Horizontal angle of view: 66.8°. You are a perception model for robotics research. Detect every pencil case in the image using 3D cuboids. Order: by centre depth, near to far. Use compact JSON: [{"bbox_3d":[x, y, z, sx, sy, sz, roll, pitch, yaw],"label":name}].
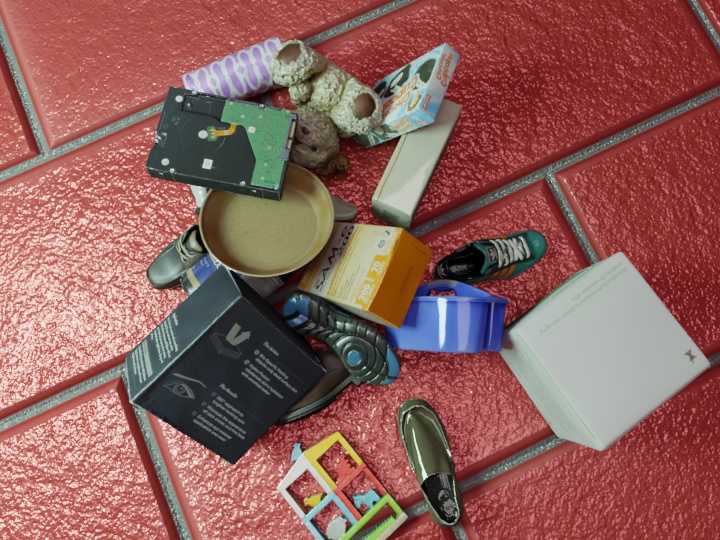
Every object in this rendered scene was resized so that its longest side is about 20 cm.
[{"bbox_3d":[-0.206,-0.332,0.948,0.198,0.086,0.084,-22,46,-3],"label":"pencil case"}]

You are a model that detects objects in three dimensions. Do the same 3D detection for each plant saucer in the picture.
[{"bbox_3d":[-0.137,-0.074,0.816,0.197,0.036,0.203,1,63,-2],"label":"plant saucer"}]

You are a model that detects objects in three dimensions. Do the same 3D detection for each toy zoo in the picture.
[{"bbox_3d":[-0.038,0.349,0.856,0.131,0.020,0.200,-40,83,-6],"label":"toy zoo"}]

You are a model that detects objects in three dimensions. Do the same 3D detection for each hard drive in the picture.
[{"bbox_3d":[-0.201,-0.188,0.813,0.197,0.038,0.142,9,73,-1],"label":"hard drive"}]

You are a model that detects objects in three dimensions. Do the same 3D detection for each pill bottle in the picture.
[{"bbox_3d":[-0.175,-0.008,0.873,0.199,0.112,0.112,-39,82,-6],"label":"pill bottle"}]

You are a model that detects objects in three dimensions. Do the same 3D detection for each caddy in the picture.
[{"bbox_3d":[0.125,0.067,0.825,0.198,0.141,0.107,-3,83,39],"label":"caddy"}]

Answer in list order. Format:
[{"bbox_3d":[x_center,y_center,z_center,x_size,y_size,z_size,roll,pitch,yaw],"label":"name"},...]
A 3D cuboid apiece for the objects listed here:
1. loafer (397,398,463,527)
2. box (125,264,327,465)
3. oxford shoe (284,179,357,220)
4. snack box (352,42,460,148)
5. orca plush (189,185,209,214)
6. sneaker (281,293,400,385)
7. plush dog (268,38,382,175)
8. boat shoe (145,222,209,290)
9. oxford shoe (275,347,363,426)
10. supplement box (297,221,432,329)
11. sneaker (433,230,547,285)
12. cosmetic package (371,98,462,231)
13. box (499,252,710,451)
[{"bbox_3d":[0.114,0.295,0.839,0.074,0.070,0.202,-21,81,-3],"label":"loafer"},{"bbox_3d":[-0.192,0.137,0.793,0.200,0.117,0.197,-43,125,-3],"label":"box"},{"bbox_3d":[-0.096,-0.133,0.899,0.198,0.075,0.058,19,111,-7],"label":"oxford shoe"},{"bbox_3d":[0.067,-0.273,0.876,0.037,0.199,0.117,28,77,-27],"label":"snack box"},{"bbox_3d":[-0.254,-0.197,0.916,0.104,0.071,0.202,-3,111,36],"label":"orca plush"},{"bbox_3d":[-0.021,0.095,0.825,0.199,0.082,0.074,36,97,5],"label":"sneaker"},{"bbox_3d":[-0.071,-0.256,0.912,0.199,0.161,0.173,33,106,-1],"label":"plush dog"},{"bbox_3d":[-0.272,-0.044,0.899,0.199,0.073,0.075,-38,82,-6],"label":"boat shoe"},{"bbox_3d":[-0.062,0.172,0.865,0.199,0.073,0.085,-32,79,-17],"label":"oxford shoe"},{"bbox_3d":[0.000,0.000,0.827,0.073,0.199,0.127,30,79,-34],"label":"supplement box"},{"bbox_3d":[0.217,-0.019,0.886,0.198,0.080,0.072,-19,80,-3],"label":"sneaker"},{"bbox_3d":[0.091,-0.177,0.904,0.072,0.104,0.202,24,80,5],"label":"cosmetic package"},{"bbox_3d":[0.341,0.120,0.815,0.198,0.171,0.201,-34,82,-5],"label":"box"}]
